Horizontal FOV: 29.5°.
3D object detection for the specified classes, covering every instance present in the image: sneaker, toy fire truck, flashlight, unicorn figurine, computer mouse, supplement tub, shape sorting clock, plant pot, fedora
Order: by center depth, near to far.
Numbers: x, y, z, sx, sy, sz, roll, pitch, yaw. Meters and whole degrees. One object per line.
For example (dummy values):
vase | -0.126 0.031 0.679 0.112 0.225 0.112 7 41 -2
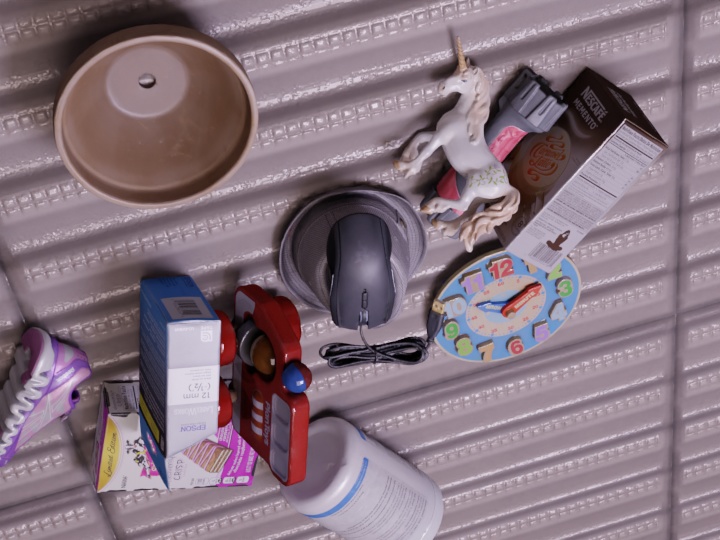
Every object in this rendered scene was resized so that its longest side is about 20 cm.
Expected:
plant pot | -0.208 -0.167 1.360 0.201 0.093 0.201 -9 130 -11
unicorn figurine | 0.106 -0.132 1.488 0.137 0.074 0.200 -33 93 11
computer mouse | 0.030 0.032 1.514 0.140 0.046 0.200 0 120 -8
flashlight | 0.152 -0.126 1.534 0.068 0.068 0.200 24 119 -37
toy fire truck | -0.106 0.126 1.565 0.112 0.168 0.200 -12 120 -33
fedora | 0.000 0.000 1.572 0.177 0.090 0.200 -21 132 0
sneaker | -0.377 0.157 1.591 0.088 0.081 0.200 14 123 -37
shape sorting clock | 0.182 0.045 1.707 0.200 0.039 0.200 -9 131 -11
supplement tub | 0.002 0.288 1.789 0.132 0.132 0.200 -39 129 15

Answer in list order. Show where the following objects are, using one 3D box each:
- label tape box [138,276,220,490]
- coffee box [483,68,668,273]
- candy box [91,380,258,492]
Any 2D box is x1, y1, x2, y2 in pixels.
label tape box | -0.205 0.124 1.534 0.066 0.143 0.200 -5 111 -20
coffee box | 0.235 -0.112 1.544 0.080 0.114 0.200 26 116 -33
candy box | -0.224 0.205 1.689 0.200 0.061 0.136 1 128 -18
